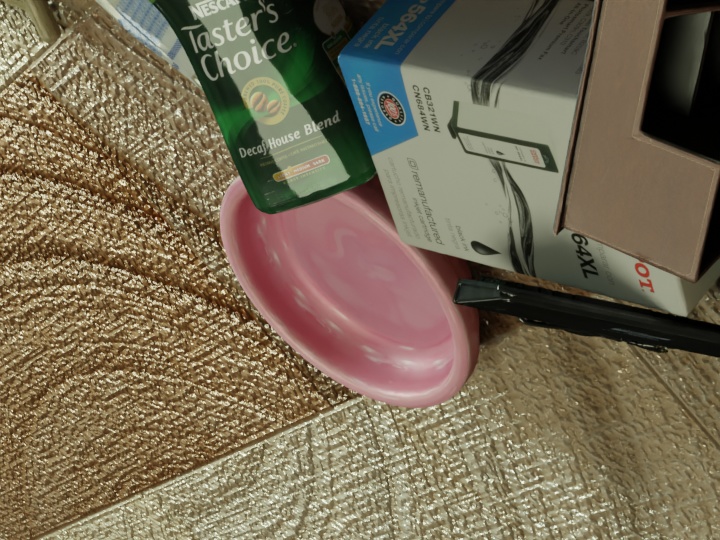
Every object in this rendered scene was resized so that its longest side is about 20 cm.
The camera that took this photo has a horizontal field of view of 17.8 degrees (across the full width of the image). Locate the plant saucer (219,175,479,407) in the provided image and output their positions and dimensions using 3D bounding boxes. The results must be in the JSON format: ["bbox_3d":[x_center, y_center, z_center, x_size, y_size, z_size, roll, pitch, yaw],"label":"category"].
[{"bbox_3d":[0.000,0.000,1.504,0.200,0.051,0.201,29,147,22],"label":"plant saucer"}]

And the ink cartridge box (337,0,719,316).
[{"bbox_3d":[0.104,-0.072,1.268,0.200,0.084,0.146,15,139,37],"label":"ink cartridge box"}]

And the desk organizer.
[{"bbox_3d":[0.154,-0.101,1.076,0.077,0.072,0.200,24,128,23],"label":"desk organizer"}]

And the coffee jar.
[{"bbox_3d":[-0.056,-0.139,1.340,0.104,0.085,0.200,-18,109,30],"label":"coffee jar"}]

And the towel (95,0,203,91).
[{"bbox_3d":[-0.097,-0.170,1.435,0.200,0.024,0.147,41,146,-1],"label":"towel"}]

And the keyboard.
[{"bbox_3d":[0.149,0.028,1.298,0.199,0.021,0.127,12,173,-18],"label":"keyboard"}]

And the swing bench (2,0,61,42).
[{"bbox_3d":[-0.317,-0.190,1.487,0.130,0.199,0.200,24,143,28],"label":"swing bench"}]
